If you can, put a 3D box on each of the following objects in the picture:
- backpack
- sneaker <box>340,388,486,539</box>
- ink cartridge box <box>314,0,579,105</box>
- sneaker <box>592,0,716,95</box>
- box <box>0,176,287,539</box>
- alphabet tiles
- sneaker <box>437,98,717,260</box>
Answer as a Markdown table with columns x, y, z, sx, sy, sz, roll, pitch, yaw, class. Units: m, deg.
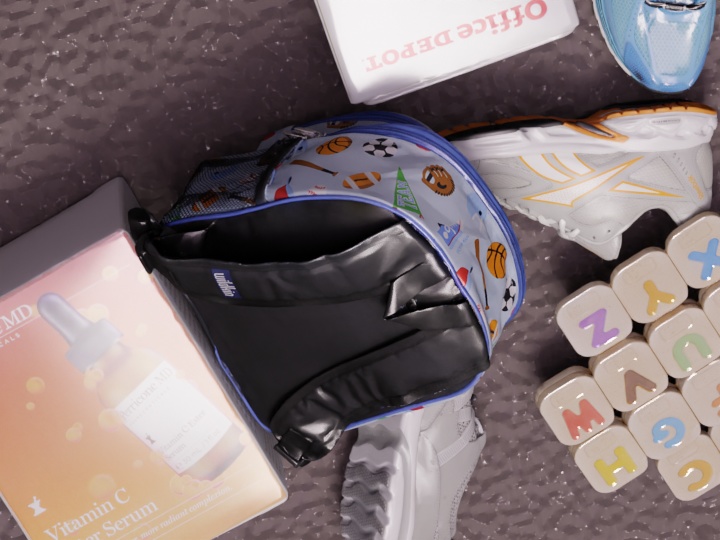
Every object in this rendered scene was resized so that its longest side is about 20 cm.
| x | y | z | sx | sy | sz | roll | pitch | yaw | class |
| --- | --- | --- | --- | --- | --- | --- | --- | --- | --- |
| 0.000 | 0.000 | 1.685 | 0.190 | 0.154 | 0.200 | -6 | 130 | 40 | backpack |
| 0.042 | 0.086 | 1.812 | 0.082 | 0.075 | 0.201 | 1 | 109 | -37 | sneaker |
| 0.028 | -0.217 | 1.687 | 0.145 | 0.084 | 0.201 | -18 | 110 | 0 | ink cartridge box |
| 0.180 | -0.198 | 1.707 | 0.078 | 0.090 | 0.201 | -3 | 110 | -5 | sneaker |
| -0.158 | 0.075 | 1.755 | 0.152 | 0.106 | 0.201 | -29 | 110 | 5 | box |
| 0.211 | 0.058 | 1.806 | 0.199 | 0.015 | 0.196 | -32 | 127 | 5 | alphabet tiles |
| 0.121 | -0.048 | 1.753 | 0.199 | 0.076 | 0.093 | -6 | 98 | -3 | sneaker |
